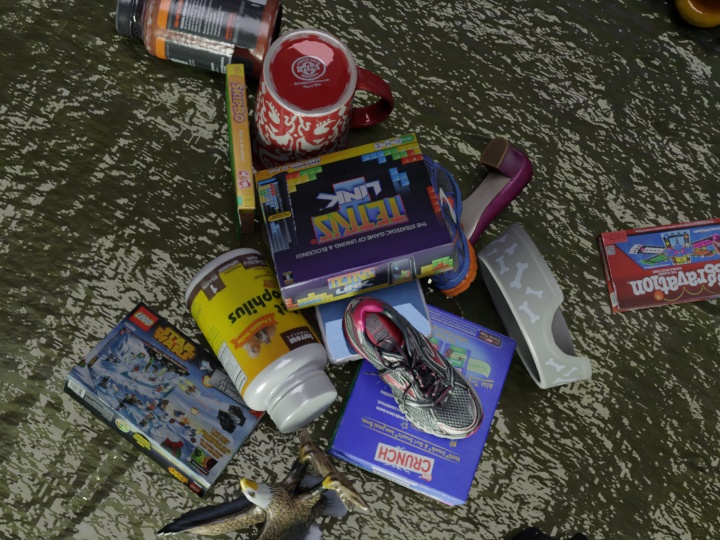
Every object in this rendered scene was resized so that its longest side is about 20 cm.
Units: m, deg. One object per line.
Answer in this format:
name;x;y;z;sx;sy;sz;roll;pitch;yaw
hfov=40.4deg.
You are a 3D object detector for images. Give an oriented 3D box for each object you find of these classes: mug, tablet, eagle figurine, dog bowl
mug;-0.054;-0.207;1.173;0.177;0.200;0.134;-43;83;-16
tablet;0.000;0.000;1.153;0.128;0.014;0.203;-14;74;-7
eagle figurine;-0.105;0.274;1.070;0.200;0.152;0.151;-45;102;-4
dog bowl;0.199;0.047;1.150;0.058;0.200;0.202;-26;80;0

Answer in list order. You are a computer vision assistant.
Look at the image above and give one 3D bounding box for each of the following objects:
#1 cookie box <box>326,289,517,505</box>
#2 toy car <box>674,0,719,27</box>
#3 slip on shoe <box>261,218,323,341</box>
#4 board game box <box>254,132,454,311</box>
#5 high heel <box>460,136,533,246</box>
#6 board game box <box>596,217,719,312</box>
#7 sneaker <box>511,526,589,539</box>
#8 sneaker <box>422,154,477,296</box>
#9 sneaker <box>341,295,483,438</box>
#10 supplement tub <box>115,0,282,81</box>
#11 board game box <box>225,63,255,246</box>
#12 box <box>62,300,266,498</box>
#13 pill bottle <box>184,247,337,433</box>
cookie box;0.071;0.151;1.159;0.169;0.075;0.203;22;72;1
toy car;0.509;-0.438;1.340;0.173;0.150;0.202;28;73;1
slip on shoe;-0.056;0.006;1.188;0.075;0.061;0.202;-27;80;-14
board game box;-0.009;-0.058;1.115;0.197;0.057;0.167;-15;56;-4
high heel;0.154;-0.067;1.252;0.067;0.096;0.202;23;84;41
board game box;0.415;-0.009;1.281;0.196;0.019;0.105;-8;78;-10
sneaker;0.181;0.345;1.137;0.196;0.076;0.089;4;56;-8
sneaker;0.085;-0.069;1.188;0.075;0.078;0.202;-32;54;19
sneaker;0.056;0.111;1.084;0.200;0.075;0.081;43;82;-1
supplement tub;-0.202;-0.311;1.229;0.197;0.107;0.109;13;74;-5
board game box;-0.147;-0.139;1.196;0.029;0.096;0.204;-1;75;-9
box;-0.216;0.143;1.112;0.199;0.040;0.137;37;47;3
pill bottle;-0.111;0.081;1.118;0.108;0.110;0.201;-31;69;-14
